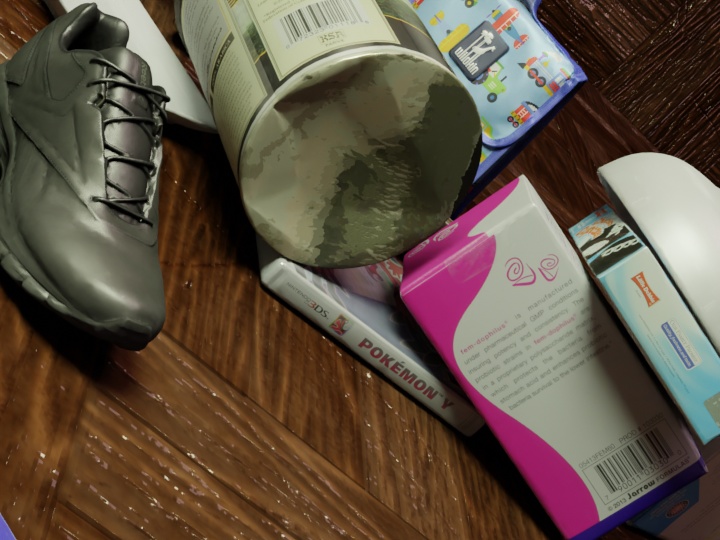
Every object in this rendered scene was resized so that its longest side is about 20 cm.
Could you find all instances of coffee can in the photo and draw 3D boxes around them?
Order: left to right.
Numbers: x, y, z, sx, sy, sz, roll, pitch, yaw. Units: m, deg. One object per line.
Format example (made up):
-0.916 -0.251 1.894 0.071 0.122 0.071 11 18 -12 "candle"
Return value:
-0.026 -0.120 0.845 0.146 0.146 0.201 32 23 -38 "coffee can"

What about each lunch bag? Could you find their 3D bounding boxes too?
0.082 -0.157 1.154 0.151 0.200 0.094 48 17 9 "lunch bag"

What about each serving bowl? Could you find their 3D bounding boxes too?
0.236 0.001 0.914 0.201 0.065 0.200 56 9 -13 "serving bowl"

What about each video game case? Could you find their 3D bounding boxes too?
0.000 0.000 0.918 0.182 0.023 0.201 38 20 -26 "video game case"

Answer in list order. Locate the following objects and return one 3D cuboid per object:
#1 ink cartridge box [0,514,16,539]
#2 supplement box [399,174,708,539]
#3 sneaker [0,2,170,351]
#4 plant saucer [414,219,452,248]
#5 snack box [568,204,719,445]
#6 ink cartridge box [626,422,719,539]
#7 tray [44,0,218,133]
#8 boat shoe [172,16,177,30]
-0.132 0.097 0.367 0.199 0.043 0.199 52 17 18 "ink cartridge box"
0.119 0.055 0.875 0.201 0.101 0.103 56 11 -11 "supplement box"
-0.124 -0.051 0.629 0.076 0.091 0.201 29 26 -48 "sneaker"
0.019 -0.058 1.017 0.200 0.032 0.200 40 4 -3 "plant saucer"
0.184 0.026 0.870 0.117 0.037 0.200 56 8 -6 "snack box"
0.273 0.135 1.087 0.199 0.128 0.126 29 24 -47 "ink cartridge box"
-0.169 -0.164 0.883 0.107 0.022 0.201 19 32 -57 "tray"
-0.081 -0.189 1.061 0.065 0.071 0.200 47 16 6 "boat shoe"
